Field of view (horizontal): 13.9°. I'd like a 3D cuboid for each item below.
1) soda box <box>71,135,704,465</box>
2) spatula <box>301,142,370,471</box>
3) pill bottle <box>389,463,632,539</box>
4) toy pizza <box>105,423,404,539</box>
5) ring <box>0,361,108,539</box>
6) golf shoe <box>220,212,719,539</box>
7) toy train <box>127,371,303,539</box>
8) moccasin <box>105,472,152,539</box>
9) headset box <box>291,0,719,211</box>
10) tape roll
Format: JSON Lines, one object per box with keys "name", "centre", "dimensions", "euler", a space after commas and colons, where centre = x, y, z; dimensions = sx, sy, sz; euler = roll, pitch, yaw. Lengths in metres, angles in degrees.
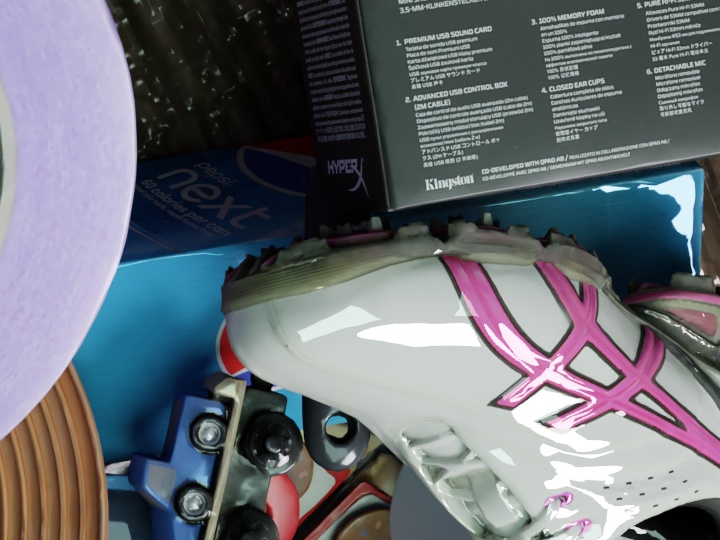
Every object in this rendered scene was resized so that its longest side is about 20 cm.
{"name": "soda box", "centre": [0.000, 0.000, 0.889], "dimensions": [0.199, 0.064, 0.068], "euler": [-10, 120, -15]}
{"name": "spatula", "centre": [-0.008, -0.044, 0.837], "dimensions": [0.056, 0.021, 0.201], "euler": [1, 81, -15]}
{"name": "pill bottle", "centre": [0.100, 0.118, 0.958], "dimensions": [0.112, 0.113, 0.200], "euler": [-42, 124, 5]}
{"name": "toy pizza", "centre": [-0.054, 0.124, 0.955], "dimensions": [0.199, 0.032, 0.201], "euler": [-9, 119, -16]}
{"name": "ring", "centre": [-0.168, 0.071, 0.829], "dimensions": [0.199, 0.019, 0.202], "euler": [-1, 83, 4]}
{"name": "golf shoe", "centre": [0.047, 0.039, 0.807], "dimensions": [0.199, 0.072, 0.093], "euler": [14, 69, -39]}
{"name": "toy train", "centre": [-0.058, 0.120, 0.832], "dimensions": [0.046, 0.034, 0.201], "euler": [14, 87, -9]}
{"name": "moccasin", "centre": [-0.142, 0.101, 0.872], "dimensions": [0.199, 0.080, 0.069], "euler": [-9, 78, 4]}
{"name": "headset box", "centre": [0.052, -0.125, 0.799], "dimensions": [0.148, 0.075, 0.201], "euler": [-11, 94, -15]}
{"name": "tape roll", "centre": [-0.160, -0.037, 0.737], "dimensions": [0.199, 0.085, 0.201], "euler": [-8, 117, -16]}
